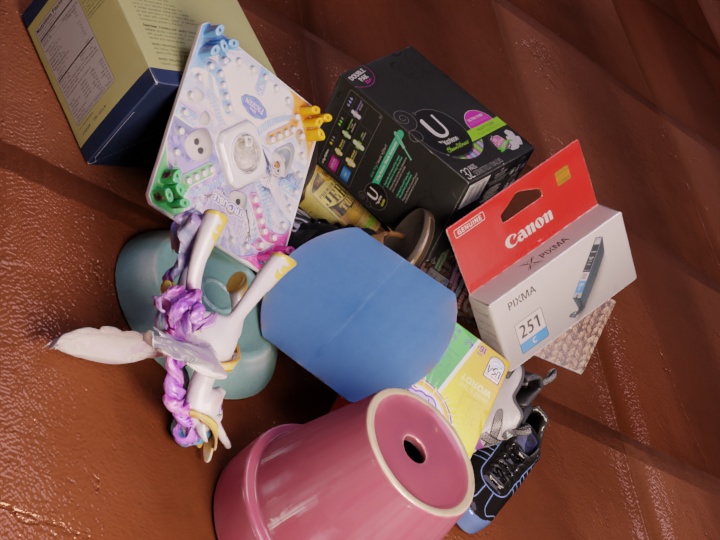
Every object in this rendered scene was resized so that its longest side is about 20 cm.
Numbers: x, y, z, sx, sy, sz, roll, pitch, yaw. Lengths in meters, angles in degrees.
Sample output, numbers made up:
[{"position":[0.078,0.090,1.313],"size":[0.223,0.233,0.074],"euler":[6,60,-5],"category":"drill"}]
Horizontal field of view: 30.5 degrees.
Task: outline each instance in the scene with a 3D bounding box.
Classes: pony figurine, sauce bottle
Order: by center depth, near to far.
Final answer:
[{"position":[-0.153,0.052,1.170],"size":[0.193,0.165,0.202],"euler":[34,68,-47],"category":"pony figurine"},{"position":[-0.053,-0.087,1.547],"size":[0.200,0.065,0.065],"euler":[44,31,-8],"category":"sauce bottle"}]

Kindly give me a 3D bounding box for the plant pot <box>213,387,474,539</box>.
[{"position":[-0.003,0.206,1.183],"size":[0.199,0.179,0.201],"euler":[32,36,-27],"category":"plant pot"}]

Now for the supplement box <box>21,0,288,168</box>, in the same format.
[{"position":[-0.220,-0.229,1.418],"size":[0.199,0.134,0.201],"euler":[-1,57,-52],"category":"supplement box"}]

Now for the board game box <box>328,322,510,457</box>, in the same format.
[{"position":[0.056,0.141,1.371],"size":[0.152,0.040,0.201],"euler":[35,61,-15],"category":"board game box"}]

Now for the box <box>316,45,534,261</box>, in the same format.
[{"position":[0.067,-0.138,1.515],"size":[0.200,0.125,0.148],"euler":[42,40,18],"category":"box"}]

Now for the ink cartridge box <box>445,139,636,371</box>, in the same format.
[{"position":[0.202,-0.016,1.441],"size":[0.045,0.199,0.177],"euler":[27,-35,53],"category":"ink cartridge box"}]

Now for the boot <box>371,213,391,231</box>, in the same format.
[{"position":[0.054,-0.079,1.681],"size":[0.200,0.071,0.145],"euler":[32,40,-17],"category":"boot"}]

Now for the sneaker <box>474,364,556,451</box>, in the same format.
[{"position":[0.153,0.119,1.500],"size":[0.078,0.138,0.201],"euler":[70,11,-46],"category":"sneaker"}]

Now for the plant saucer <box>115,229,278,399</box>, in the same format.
[{"position":[-0.152,0.033,1.319],"size":[0.199,0.036,0.201],"euler":[32,35,-26],"category":"plant saucer"}]

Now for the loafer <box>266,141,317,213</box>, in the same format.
[{"position":[-0.097,-0.108,1.443],"size":[0.072,0.072,0.201],"euler":[13,53,10],"category":"loafer"}]

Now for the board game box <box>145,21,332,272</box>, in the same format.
[{"position":[-0.117,-0.119,1.352],"size":[0.200,0.026,0.202],"euler":[34,63,-46],"category":"board game box"}]

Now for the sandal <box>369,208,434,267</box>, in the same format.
[{"position":[0.000,0.000,1.408],"size":[0.055,0.200,0.082],"euler":[52,-4,-26],"category":"sandal"}]

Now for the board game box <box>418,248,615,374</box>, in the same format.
[{"position":[0.174,0.026,1.588],"size":[0.159,0.098,0.200],"euler":[23,4,-36],"category":"board game box"}]

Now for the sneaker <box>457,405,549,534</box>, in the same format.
[{"position":[0.155,0.213,1.472],"size":[0.070,0.078,0.200],"euler":[47,31,-5],"category":"sneaker"}]

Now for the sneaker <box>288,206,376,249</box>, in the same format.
[{"position":[-0.027,-0.031,1.490],"size":[0.199,0.084,0.077],"euler":[35,33,-5],"category":"sneaker"}]

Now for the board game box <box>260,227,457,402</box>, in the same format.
[{"position":[-0.003,0.052,1.338],"size":[0.199,0.039,0.158],"euler":[34,67,23],"category":"board game box"}]
